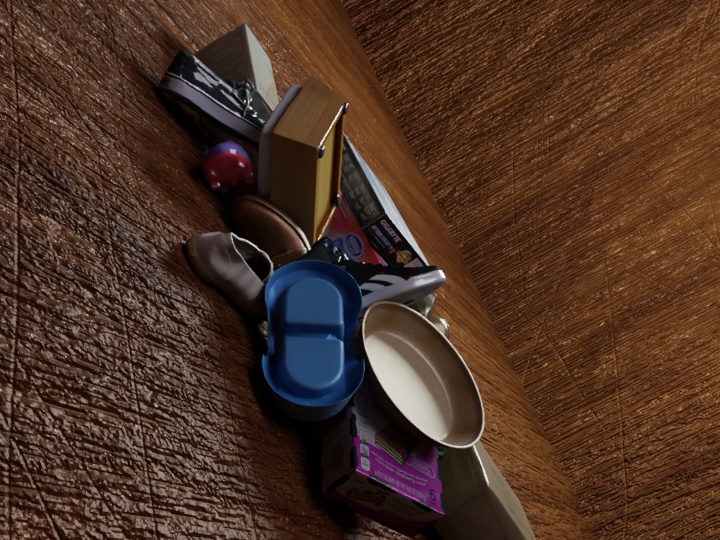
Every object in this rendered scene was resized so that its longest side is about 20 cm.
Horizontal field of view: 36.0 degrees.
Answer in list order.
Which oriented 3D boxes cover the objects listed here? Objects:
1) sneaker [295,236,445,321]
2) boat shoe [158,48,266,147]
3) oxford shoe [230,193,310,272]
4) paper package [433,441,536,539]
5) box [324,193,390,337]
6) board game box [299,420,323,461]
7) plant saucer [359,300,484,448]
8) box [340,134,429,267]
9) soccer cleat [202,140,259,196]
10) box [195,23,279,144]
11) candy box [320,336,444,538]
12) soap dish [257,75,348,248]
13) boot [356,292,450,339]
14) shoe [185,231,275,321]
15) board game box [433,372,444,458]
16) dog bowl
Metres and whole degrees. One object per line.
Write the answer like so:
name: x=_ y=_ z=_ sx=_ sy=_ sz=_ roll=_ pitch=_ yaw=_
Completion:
sneaker: x=0.000 y=0.000 z=1.363 sx=0.112 sy=0.199 sz=0.073 roll=65 pitch=-22 yaw=17
boat shoe: x=-0.170 y=-0.220 z=1.441 sx=0.199 sy=0.068 sz=0.073 roll=30 pitch=-5 yaw=-36
oxford shoe: x=-0.101 y=-0.008 z=1.393 sx=0.200 sy=0.071 sz=0.071 roll=54 pitch=36 yaw=-16
paper package: x=0.168 y=0.347 z=1.617 sx=0.200 sy=0.103 sz=0.191 roll=57 pitch=7 yaw=-26
box: x=-0.012 y=-0.002 z=1.642 sx=0.096 sy=0.099 sz=0.200 roll=48 pitch=12 yaw=-52
board game box: x=-0.035 y=0.176 z=1.350 sx=0.105 sy=0.023 sz=0.200 roll=65 pitch=10 yaw=1
plant saucer: x=0.064 y=0.128 z=1.294 sx=0.200 sy=0.035 sz=0.201 roll=36 pitch=31 yaw=-26
box: x=0.021 y=-0.094 z=1.669 sx=0.159 sy=0.046 sz=0.200 roll=49 pitch=11 yaw=-47
soccer cleat: x=-0.159 y=-0.138 z=1.422 sx=0.200 sy=0.066 sz=0.077 roll=38 pitch=37 yaw=-75
box: x=-0.175 y=-0.258 z=1.581 sx=0.078 sy=0.095 sz=0.200 roll=53 pitch=15 yaw=-38
candy box: x=0.022 y=0.187 z=1.268 sx=0.136 sy=0.061 sz=0.200 roll=31 pitch=34 yaw=-29
soap dish: x=-0.075 y=-0.128 z=1.442 sx=0.158 sy=0.081 sz=0.201 roll=-65 pitch=164 yaw=-51
boot: x=0.069 y=0.077 z=1.500 sx=0.066 sy=0.175 sz=0.200 roll=61 pitch=-22 yaw=16
shoe: x=-0.127 y=0.005 z=1.262 sx=0.200 sy=0.053 sz=0.070 roll=41 pitch=24 yaw=-62
board game box: x=0.079 y=0.207 z=1.451 sx=0.200 sy=0.023 sz=0.105 roll=113 pitch=-25 yaw=-70
dog bowl: x=-0.055 y=0.080 z=1.239 sx=0.050 sy=0.111 sz=0.201 roll=101 pitch=-10 yaw=-50
